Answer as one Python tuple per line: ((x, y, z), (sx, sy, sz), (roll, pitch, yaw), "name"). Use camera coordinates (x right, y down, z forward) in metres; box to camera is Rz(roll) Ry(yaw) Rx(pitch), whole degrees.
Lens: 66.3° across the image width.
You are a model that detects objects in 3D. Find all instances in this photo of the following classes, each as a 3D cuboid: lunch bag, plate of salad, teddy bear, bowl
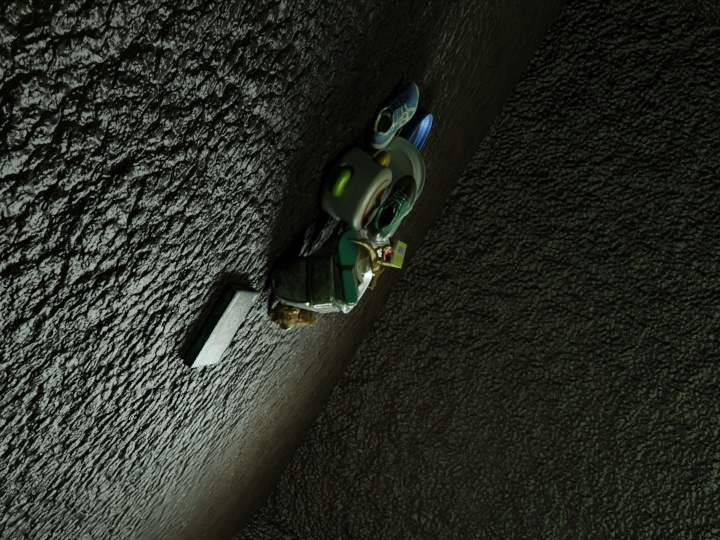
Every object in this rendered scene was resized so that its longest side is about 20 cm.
((-0.140, 0.038, 1.461), (0.200, 0.162, 0.144), (57, 28, -80), "lunch bag")
((0.085, -0.261, 1.507), (0.204, 0.198, 0.048), (-59, 165, 14), "plate of salad")
((-0.193, 0.134, 1.547), (0.200, 0.140, 0.069), (165, -60, -82), "teddy bear")
((0.170, -0.433, 1.824), (0.203, 0.039, 0.201), (-54, 168, -16), "bowl")

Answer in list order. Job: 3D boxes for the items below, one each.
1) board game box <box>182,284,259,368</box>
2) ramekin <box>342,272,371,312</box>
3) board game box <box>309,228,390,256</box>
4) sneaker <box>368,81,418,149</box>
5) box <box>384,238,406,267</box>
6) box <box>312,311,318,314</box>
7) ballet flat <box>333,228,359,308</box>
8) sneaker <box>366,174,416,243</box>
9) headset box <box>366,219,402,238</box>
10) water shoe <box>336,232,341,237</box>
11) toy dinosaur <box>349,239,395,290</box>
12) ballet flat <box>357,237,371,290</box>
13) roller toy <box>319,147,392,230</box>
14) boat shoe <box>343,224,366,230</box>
((-0.316, 0.126, 1.261), (0.203, 0.028, 0.135), (-58, 168, 2), "board game box")
((-0.039, 0.045, 2.048), (0.203, 0.096, 0.201), (-54, 169, -16), "ramekin")
((-0.032, -0.048, 1.569), (0.149, 0.048, 0.198), (12, 148, -43), "board game box")
((0.092, -0.413, 1.452), (0.203, 0.075, 0.077), (-58, 173, -5), "sneaker")
((0.043, -0.062, 1.642), (0.049, 0.196, 0.078), (18, 85, -46), "box")
((-0.117, 0.083, 1.831), (0.135, 0.038, 0.200), (-31, -168, 46), "box")
((-0.042, -0.002, 1.419), (0.064, 0.073, 0.207), (153, -60, -62), "ballet flat")
((0.088, -0.163, 1.418), (0.203, 0.076, 0.091), (-60, 176, -10), "sneaker")
((0.073, -0.219, 1.628), (0.203, 0.092, 0.173), (-58, -150, -2), "headset box")
((-0.085, -0.025, 1.736), (0.079, 0.071, 0.204), (-33, 153, -58), "water shoe")
((0.038, -0.031, 1.421), (0.107, 0.059, 0.204), (-51, 145, -33), "toy dinosaur")
((0.000, 0.000, 1.502), (0.067, 0.064, 0.203), (-15, 145, -30), "ballet flat")
((-0.005, -0.207, 1.424), (0.201, 0.138, 0.185), (-49, 167, -36), "roller toy")
((0.004, -0.141, 1.803), (0.074, 0.071, 0.199), (-60, 168, 18), "boat shoe")
